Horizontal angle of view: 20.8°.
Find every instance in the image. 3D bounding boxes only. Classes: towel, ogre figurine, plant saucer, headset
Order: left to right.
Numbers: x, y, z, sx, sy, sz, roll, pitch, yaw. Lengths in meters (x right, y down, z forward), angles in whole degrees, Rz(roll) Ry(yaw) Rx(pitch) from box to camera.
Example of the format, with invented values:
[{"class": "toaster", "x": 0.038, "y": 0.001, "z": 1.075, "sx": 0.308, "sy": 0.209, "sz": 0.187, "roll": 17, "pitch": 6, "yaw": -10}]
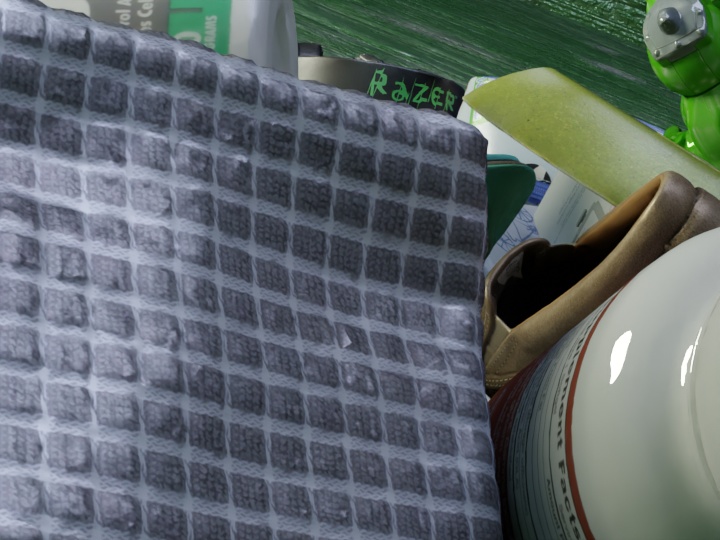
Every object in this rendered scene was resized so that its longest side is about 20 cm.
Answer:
[{"class": "towel", "x": -0.051, "y": 0.022, "z": 0.506, "sx": 0.198, "sy": 0.086, "sz": 0.167, "roll": 13, "pitch": 54, "yaw": -27}, {"class": "headset", "x": -0.021, "y": -0.113, "z": 1.166, "sx": 0.123, "sy": 0.095, "sz": 0.199, "roll": 10, "pitch": -6, "yaw": -35}, {"class": "plant saucer", "x": 0.132, "y": -0.027, "z": 0.770, "sx": 0.199, "sy": 0.031, "sz": 0.200, "roll": 32, "pitch": 8, "yaw": -5}, {"class": "ogre figurine", "x": 0.179, "y": -0.080, "z": 0.894, "sx": 0.097, "sy": 0.202, "sz": 0.120, "roll": -8, "pitch": 25, "yaw": 22}]

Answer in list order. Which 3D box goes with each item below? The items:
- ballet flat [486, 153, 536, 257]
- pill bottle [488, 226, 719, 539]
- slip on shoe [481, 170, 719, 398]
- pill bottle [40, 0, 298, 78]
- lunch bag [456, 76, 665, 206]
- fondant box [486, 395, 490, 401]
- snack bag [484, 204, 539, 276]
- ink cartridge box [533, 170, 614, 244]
[{"class": "ballet flat", "x": 0.000, "y": 0.000, "z": 0.814, "sx": 0.198, "sy": 0.067, "sz": 0.071, "roll": -9, "pitch": 63, "yaw": -33}, {"class": "pill bottle", "x": 0.097, "y": 0.053, "z": 0.509, "sx": 0.111, "sy": 0.113, "sz": 0.200, "roll": 18, "pitch": -20, "yaw": -7}, {"class": "slip on shoe", "x": 0.065, "y": 0.017, "z": 0.682, "sx": 0.061, "sy": 0.076, "sz": 0.200, "roll": 43, "pitch": -28, "yaw": -15}, {"class": "pill bottle", "x": -0.125, "y": -0.062, "z": 0.722, "sx": 0.198, "sy": 0.114, "sz": 0.113, "roll": -1, "pitch": 13, "yaw": 4}, {"class": "lunch bag", "x": 0.131, "y": -0.047, "z": 1.130, "sx": 0.159, "sy": 0.076, "sz": 0.200, "roll": 18, "pitch": -4, "yaw": 21}, {"class": "fondant box", "x": -0.058, "y": 0.039, "z": 0.640, "sx": 0.198, "sy": 0.059, "sz": 0.144, "roll": 12, "pitch": 16, "yaw": -26}, {"class": "snack bag", "x": 0.067, "y": 0.013, "z": 0.916, "sx": 0.199, "sy": 0.022, "sz": 0.189, "roll": 9, "pitch": 30, "yaw": -37}, {"class": "ink cartridge box", "x": 0.157, "y": 0.015, "z": 0.901, "sx": 0.116, "sy": 0.068, "sz": 0.201, "roll": 22, "pitch": 25, "yaw": -16}]
